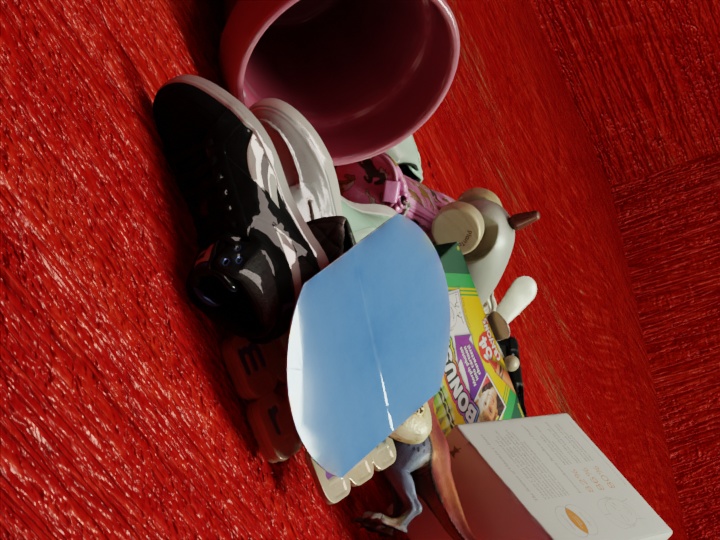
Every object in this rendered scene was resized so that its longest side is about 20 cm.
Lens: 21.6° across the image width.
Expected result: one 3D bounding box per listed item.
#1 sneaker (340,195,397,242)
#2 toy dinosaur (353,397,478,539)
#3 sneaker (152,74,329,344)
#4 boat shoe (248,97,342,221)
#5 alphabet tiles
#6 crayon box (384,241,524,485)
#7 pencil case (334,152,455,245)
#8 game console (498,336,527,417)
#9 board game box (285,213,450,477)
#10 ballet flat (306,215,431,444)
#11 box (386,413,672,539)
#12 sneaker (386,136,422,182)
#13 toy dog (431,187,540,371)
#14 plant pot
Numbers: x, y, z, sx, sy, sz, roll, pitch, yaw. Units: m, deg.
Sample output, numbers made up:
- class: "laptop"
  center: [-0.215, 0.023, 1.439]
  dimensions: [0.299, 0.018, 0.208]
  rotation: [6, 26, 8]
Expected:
- class: "sneaker"
  center: [0.000, 0.000, 1.681]
  dimensions: [0.200, 0.074, 0.119]
  rotation: [20, 44, -62]
- class: "toy dinosaur"
  center: [0.044, 0.131, 1.576]
  dimensions: [0.105, 0.199, 0.182]
  rotation: [79, 29, -73]
- class: "sneaker"
  center: [-0.101, -0.041, 1.358]
  dimensions: [0.200, 0.073, 0.112]
  rotation: [56, 35, -6]
- class: "boat shoe"
  center: [-0.058, -0.039, 1.542]
  dimensions: [0.068, 0.072, 0.201]
  rotation: [-39, 120, -58]
- class: "alphabet tiles"
  center: [-0.037, 0.075, 1.458]
  dimensions: [0.200, 0.015, 0.196]
  rotation: [-27, 95, -59]
- class: "crayon box"
  center: [0.065, 0.102, 1.742]
  dimensions: [0.173, 0.058, 0.201]
  rotation: [-44, 117, -50]
- class: "pencil case"
  center: [0.037, -0.059, 1.843]
  dimensions: [0.200, 0.083, 0.087]
  rotation: [27, 36, -64]
- class: "game console"
  center: [0.124, 0.161, 2.111]
  dimensions: [0.200, 0.116, 0.176]
  rotation: [-92, -171, -47]
- class: "board game box"
  center: [-0.006, 0.051, 1.413]
  dimensions: [0.200, 0.039, 0.159]
  rotation: [-38, 125, -43]
- class: "ballet flat"
  center: [0.005, 0.050, 1.468]
  dimensions: [0.200, 0.057, 0.066]
  rotation: [61, 34, -14]
- class: "box"
  center: [0.148, 0.217, 1.637]
  dimensions: [0.152, 0.106, 0.200]
  rotation: [49, 25, 25]
- class: "sneaker"
  center: [0.033, -0.138, 1.961]
  dimensions: [0.119, 0.074, 0.200]
  rotation: [66, 23, 5]
- class: "toy dog"
  center: [0.136, 0.009, 1.830]
  dimensions: [0.132, 0.096, 0.201]
  rotation: [-68, 148, -48]
- class: "plant pot"
  center: [-0.037, -0.220, 1.622]
  dimensions: [0.200, 0.199, 0.179]
  rotation: [58, 4, -46]
